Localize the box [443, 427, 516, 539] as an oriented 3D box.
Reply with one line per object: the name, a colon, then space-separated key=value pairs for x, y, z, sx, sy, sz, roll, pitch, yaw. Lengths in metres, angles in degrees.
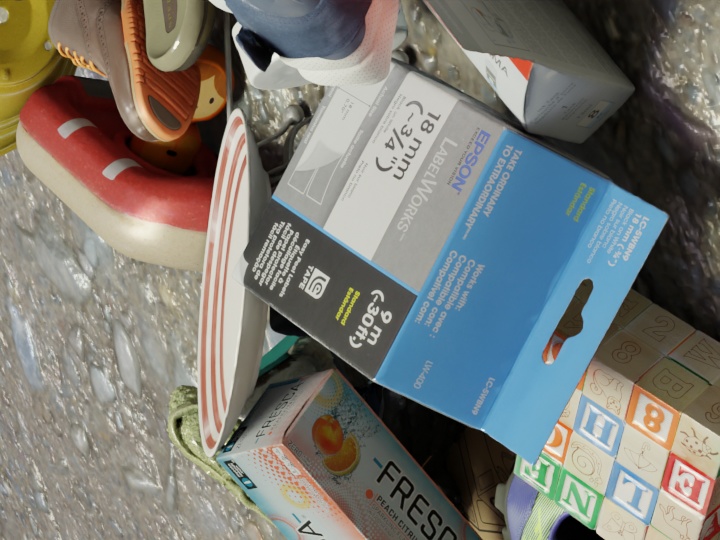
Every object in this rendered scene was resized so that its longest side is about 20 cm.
box: x=0.080 y=0.107 z=1.444 sx=0.163 sy=0.021 sz=0.201 roll=44 pitch=143 yaw=32

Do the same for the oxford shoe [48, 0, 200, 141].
oxford shoe: x=-0.152 y=-0.141 z=1.501 sx=0.071 sy=0.073 sz=0.200 roll=45 pitch=-160 yaw=-40

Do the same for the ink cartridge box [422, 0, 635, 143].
ink cartridge box: x=0.037 y=-0.140 z=1.172 sx=0.047 sy=0.200 sz=0.160 roll=-44 pitch=69 yaw=21

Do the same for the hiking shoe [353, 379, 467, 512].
hiking shoe: x=0.016 y=0.090 z=1.435 sx=0.087 sy=0.074 sz=0.201 roll=41 pitch=142 yaw=34

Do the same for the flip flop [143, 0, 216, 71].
flip flop: x=-0.130 y=-0.214 z=1.439 sx=0.081 sy=0.057 sz=0.201 roll=-37 pitch=55 yaw=55

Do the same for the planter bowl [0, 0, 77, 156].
planter bowl: x=-0.253 y=-0.167 z=1.582 sx=0.083 sy=0.200 sz=0.201 roll=8 pitch=118 yaw=55

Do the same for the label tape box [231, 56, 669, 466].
label tape box: x=0.040 y=-0.014 z=1.212 sx=0.200 sy=0.063 sz=0.145 roll=34 pitch=99 yaw=46

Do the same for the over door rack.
over door rack: x=-0.038 y=-0.131 z=1.421 sx=0.148 sy=0.066 sz=0.201 roll=-20 pitch=81 yaw=59

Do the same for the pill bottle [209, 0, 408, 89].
pill bottle: x=-0.047 y=-0.207 z=1.295 sx=0.110 sy=0.109 sz=0.201 roll=-32 pitch=73 yaw=60

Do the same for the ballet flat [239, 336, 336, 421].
ballet flat: x=-0.043 y=0.082 z=1.505 sx=0.200 sy=0.072 sz=0.072 roll=-62 pitch=-52 yaw=-84

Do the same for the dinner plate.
dinner plate: x=-0.071 y=0.007 z=1.380 sx=0.200 sy=0.024 sz=0.201 roll=-176 pitch=90 yaw=-81

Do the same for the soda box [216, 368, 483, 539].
soda box: x=0.012 y=0.151 z=1.378 sx=0.068 sy=0.064 sz=0.200 roll=-16 pitch=119 yaw=49

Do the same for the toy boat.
toy boat: x=-0.122 y=-0.086 z=1.546 sx=0.200 sy=0.130 sz=0.131 roll=40 pitch=113 yaw=36

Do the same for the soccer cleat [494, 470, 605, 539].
soccer cleat: x=0.136 y=0.196 z=1.364 sx=0.084 sy=0.065 sz=0.201 roll=15 pitch=132 yaw=52

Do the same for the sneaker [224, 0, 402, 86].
sneaker: x=-0.046 y=-0.165 z=1.200 sx=0.146 sy=0.080 sz=0.200 roll=47 pitch=-173 yaw=-39

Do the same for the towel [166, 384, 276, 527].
towel: x=-0.042 y=0.144 z=1.535 sx=0.200 sy=0.037 sz=0.148 roll=39 pitch=180 yaw=-6

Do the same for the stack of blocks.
stack of blocks: x=0.118 y=0.064 z=1.279 sx=0.200 sy=0.059 sz=0.115 roll=34 pitch=138 yaw=25

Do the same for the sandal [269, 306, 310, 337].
sandal: x=-0.001 y=0.000 z=1.409 sx=0.200 sy=0.076 sz=0.043 roll=-22 pitch=64 yaw=58
